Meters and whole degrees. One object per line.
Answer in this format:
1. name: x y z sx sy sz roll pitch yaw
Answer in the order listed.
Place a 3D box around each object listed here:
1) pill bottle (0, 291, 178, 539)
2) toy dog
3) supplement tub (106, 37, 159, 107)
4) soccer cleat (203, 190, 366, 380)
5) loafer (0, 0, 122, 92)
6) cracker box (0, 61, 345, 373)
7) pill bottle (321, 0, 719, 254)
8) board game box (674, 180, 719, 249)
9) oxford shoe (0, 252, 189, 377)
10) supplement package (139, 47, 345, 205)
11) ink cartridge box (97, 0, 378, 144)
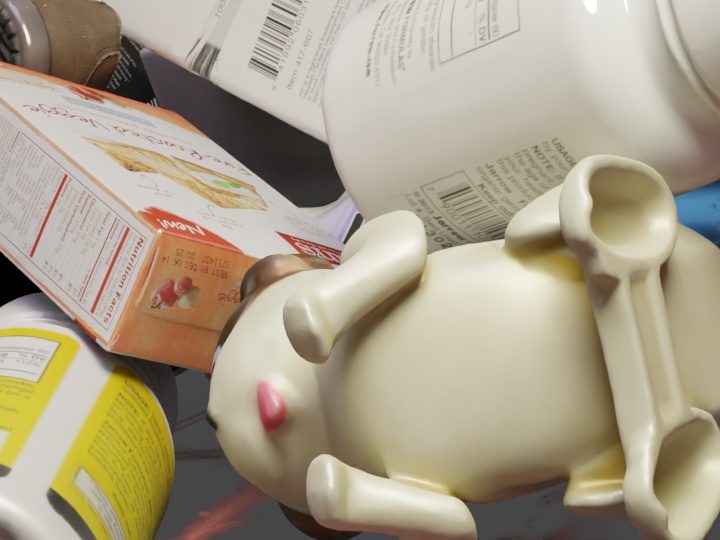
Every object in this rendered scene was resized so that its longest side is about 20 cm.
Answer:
1. pill bottle: -0.135 0.089 1.146 0.114 0.115 0.200 -15 19 15
2. toy dog: 0.033 0.032 1.102 0.199 0.140 0.194 -12 11 26
3. supplement tub: -0.159 -0.094 1.662 0.122 0.123 0.200 -3 26 42
4. soccer cleat: 0.000 0.000 1.291 0.199 0.074 0.068 -14 -18 42
5. loafer: -0.152 -0.059 1.397 0.071 0.073 0.200 -12 -24 -25
6. cracker box: -0.091 -0.021 1.247 0.134 0.058 0.200 15 17 -41
7. pill bottle: 0.091 -0.078 1.120 0.200 0.115 0.114 -20 14 42
8. board game box: 0.226 -0.047 1.259 0.199 0.040 0.153 -21 19 0
9. oxford shoe: -0.125 0.013 1.346 0.199 0.073 0.084 -13 -26 -32
10. supplement package: 0.013 -0.087 1.466 0.199 0.122 0.120 -2 27 42
11. ink cartridge box: -0.017 -0.143 1.337 0.084 0.147 0.200 16 10 -45
